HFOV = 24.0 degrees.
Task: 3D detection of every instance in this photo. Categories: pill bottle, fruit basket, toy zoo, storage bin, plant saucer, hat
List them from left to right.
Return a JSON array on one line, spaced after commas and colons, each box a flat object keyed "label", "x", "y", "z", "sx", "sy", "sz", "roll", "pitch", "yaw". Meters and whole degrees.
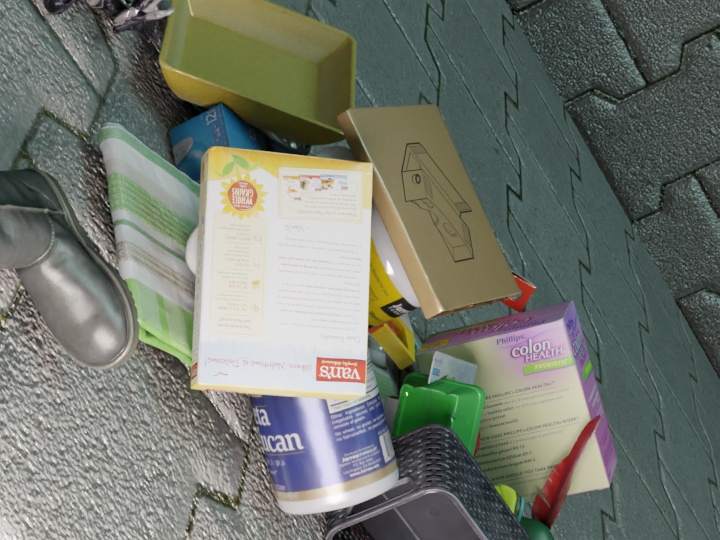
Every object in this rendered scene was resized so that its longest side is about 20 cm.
[{"label": "plant saucer", "x": -0.105, "y": -0.202, "z": 1.683, "sx": 0.200, "sy": 0.049, "sz": 0.200, "roll": 20, "pitch": 35, "yaw": -13}, {"label": "pill bottle", "x": -0.042, "y": 0.101, "z": 1.477, "sx": 0.111, "sy": 0.111, "sz": 0.201, "roll": -29, "pitch": 105, "yaw": -72}, {"label": "pill bottle", "x": 0.000, "y": 0.000, "z": 1.638, "sx": 0.114, "sy": 0.200, "sz": 0.114, "roll": 53, "pitch": 22, "yaw": -32}, {"label": "toy zoo", "x": 0.008, "y": 0.022, "z": 1.849, "sx": 0.200, "sy": 0.020, "sz": 0.131, "roll": 50, "pitch": 16, "yaw": -29}, {"label": "storage bin", "x": 0.068, "y": 0.257, "z": 1.594, "sx": 0.200, "sy": 0.135, "sz": 0.094, "roll": 55, "pitch": 21, "yaw": -28}, {"label": "fruit basket", "x": 0.077, "y": 0.179, "z": 1.756, "sx": 0.200, "sy": 0.093, "sz": 0.186, "roll": 28, "pitch": 73, "yaw": -79}, {"label": "hat", "x": 0.206, "y": 0.301, "z": 1.820, "sx": 0.166, "sy": 0.176, "sz": 0.200, "roll": -75, "pitch": 144, "yaw": -60}]

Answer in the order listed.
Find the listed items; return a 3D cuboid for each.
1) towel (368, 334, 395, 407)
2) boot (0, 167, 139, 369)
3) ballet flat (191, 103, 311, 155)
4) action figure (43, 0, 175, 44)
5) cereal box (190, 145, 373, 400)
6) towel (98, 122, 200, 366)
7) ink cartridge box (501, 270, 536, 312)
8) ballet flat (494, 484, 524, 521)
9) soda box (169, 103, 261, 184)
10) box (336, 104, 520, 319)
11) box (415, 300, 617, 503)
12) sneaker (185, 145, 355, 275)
[{"label": "towel", "x": -0.005, "y": 0.083, "z": 1.792, "sx": 0.149, "sy": 0.031, "sz": 0.200, "roll": 44, "pitch": 27, "yaw": -50}, {"label": "boot", "x": -0.247, "y": -0.010, "z": 1.167, "sx": 0.182, "sy": 0.073, "sz": 0.200, "roll": 54, "pitch": 9, "yaw": 12}, {"label": "ballet flat", "x": -0.113, "y": -0.163, "z": 1.747, "sx": 0.200, "sy": 0.073, "sz": 0.073, "roll": 43, "pitch": 28, "yaw": -48}, {"label": "action figure", "x": -0.218, "y": -0.272, "z": 1.548, "sx": 0.119, "sy": 0.102, "sz": 0.200, "roll": 65, "pitch": 21, "yaw": 6}, {"label": "cereal box", "x": -0.064, "y": 0.004, "z": 1.402, "sx": 0.040, "sy": 0.143, "sz": 0.201, "roll": 150, "pitch": -56, "yaw": -70}, {"label": "towel", "x": -0.170, "y": -0.013, "z": 1.446, "sx": 0.149, "sy": 0.031, "sz": 0.200, "roll": 38, "pitch": 35, "yaw": -51}, {"label": "ink cartridge box", "x": 0.092, "y": 0.001, "z": 1.908, "sx": 0.200, "sy": 0.050, "sz": 0.109, "roll": 30, "pitch": -17, "yaw": 5}, {"label": "ballet flat", "x": 0.116, "y": 0.316, "z": 1.735, "sx": 0.067, "sy": 0.067, "sz": 0.201, "roll": -177, "pitch": -81, "yaw": -84}, {"label": "soda box", "x": -0.122, "y": -0.052, "z": 1.584, "sx": 0.068, "sy": 0.064, "sz": 0.200, "roll": 37, "pitch": 33, "yaw": -53}, {"label": "box", "x": 0.065, "y": -0.057, "z": 1.548, "sx": 0.163, "sy": 0.021, "sz": 0.200, "roll": -11, "pitch": 75, "yaw": -59}, {"label": "box", "x": 0.179, "y": 0.157, "z": 1.927, "sx": 0.097, "sy": 0.175, "sz": 0.201, "roll": -42, "pitch": 117, "yaw": -71}, {"label": "sneaker", "x": -0.075, "y": -0.031, "z": 1.491, "sx": 0.200, "sy": 0.089, "sz": 0.075, "roll": -32, "pitch": 74, "yaw": -35}]
